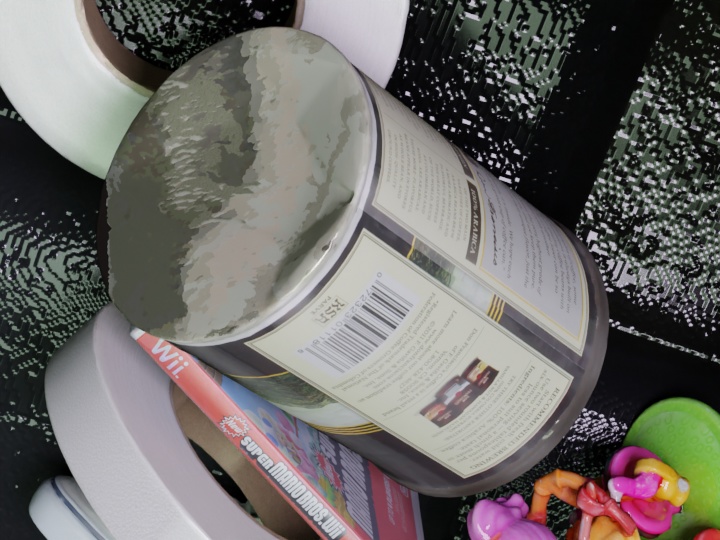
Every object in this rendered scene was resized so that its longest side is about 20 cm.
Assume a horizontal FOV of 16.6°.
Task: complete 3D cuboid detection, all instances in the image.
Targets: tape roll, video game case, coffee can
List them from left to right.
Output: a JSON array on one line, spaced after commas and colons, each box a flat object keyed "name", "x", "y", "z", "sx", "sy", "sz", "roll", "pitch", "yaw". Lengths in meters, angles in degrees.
[{"name": "tape roll", "x": -0.077, "y": -0.132, "z": 1.148, "sx": 0.202, "sy": 0.037, "sz": 0.204, "roll": 0, "pitch": 113, "yaw": -1}, {"name": "tape roll", "x": -0.064, "y": 0.100, "z": 1.167, "sx": 0.037, "sy": 0.203, "sz": 0.203, "roll": -42, "pitch": 107, "yaw": 16}, {"name": "video game case", "x": -0.036, "y": 0.069, "z": 1.184, "sx": 0.017, "sy": 0.143, "sz": 0.200, "roll": -38, "pitch": 108, "yaw": 12}, {"name": "coffee can", "x": 0.000, "y": 0.000, "z": 1.110, "sx": 0.146, "sy": 0.147, "sz": 0.200, "roll": -39, "pitch": 139, "yaw": 15}]

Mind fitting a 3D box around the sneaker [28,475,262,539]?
[{"name": "sneaker", "x": -0.072, "y": 0.144, "z": 1.264, "sx": 0.200, "sy": 0.073, "sz": 0.071, "roll": 29, "pitch": 101, "yaw": -21}]

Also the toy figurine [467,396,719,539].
[{"name": "toy figurine", "x": 0.109, "y": 0.154, "z": 1.162, "sx": 0.184, "sy": 0.201, "sz": 0.150, "roll": 4, "pitch": 155, "yaw": -41}]
